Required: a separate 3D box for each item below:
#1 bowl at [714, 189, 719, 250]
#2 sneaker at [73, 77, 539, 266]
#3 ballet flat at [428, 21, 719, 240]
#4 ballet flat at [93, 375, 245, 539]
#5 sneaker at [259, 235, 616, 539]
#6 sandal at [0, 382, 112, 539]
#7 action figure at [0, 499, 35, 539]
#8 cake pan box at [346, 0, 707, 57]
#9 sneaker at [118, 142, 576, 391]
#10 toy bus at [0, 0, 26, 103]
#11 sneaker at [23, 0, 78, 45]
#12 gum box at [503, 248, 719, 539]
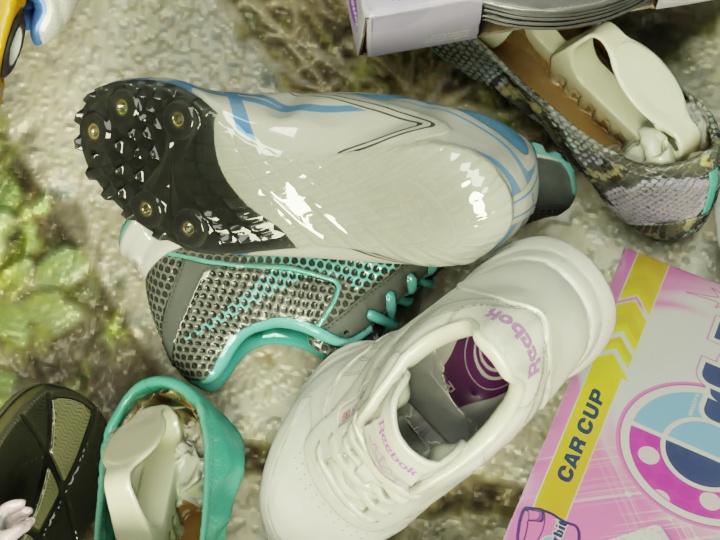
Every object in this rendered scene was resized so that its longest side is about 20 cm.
[{"bbox_3d":[0.245,-0.067,1.162,0.104,0.201,0.202,20,70,-17],"label":"bowl"},{"bbox_3d":[-0.022,-0.042,1.128,0.199,0.072,0.072,10,107,18],"label":"sneaker"},{"bbox_3d":[0.088,-0.101,1.213,0.072,0.072,0.200,-43,77,-15],"label":"ballet flat"},{"bbox_3d":[-0.087,0.119,1.091,0.067,0.071,0.201,-22,37,20],"label":"ballet flat"},{"bbox_3d":[0.012,0.060,1.097,0.075,0.200,0.100,48,37,3],"label":"sneaker"},{"bbox_3d":[-0.176,0.133,1.132,0.057,0.080,0.201,9,53,48],"label":"sandal"},{"bbox_3d":[-0.173,0.184,1.063,0.148,0.134,0.201,-26,114,9],"label":"action figure"},{"bbox_3d":[0.072,-0.196,1.183,0.183,0.052,0.201,-9,73,-2],"label":"cake pan box"},{"bbox_3d":[0.000,0.000,1.179,0.199,0.078,0.092,-14,76,3],"label":"sneaker"},{"bbox_3d":[-0.197,-0.037,1.150,0.065,0.078,0.201,16,97,3],"label":"toy bus"},{"bbox_3d":[-0.216,-0.157,1.214,0.198,0.081,0.147,4,67,-7],"label":"sneaker"},{"bbox_3d":[0.129,0.087,1.119,0.113,0.066,0.200,23,46,5],"label":"gum box"}]
